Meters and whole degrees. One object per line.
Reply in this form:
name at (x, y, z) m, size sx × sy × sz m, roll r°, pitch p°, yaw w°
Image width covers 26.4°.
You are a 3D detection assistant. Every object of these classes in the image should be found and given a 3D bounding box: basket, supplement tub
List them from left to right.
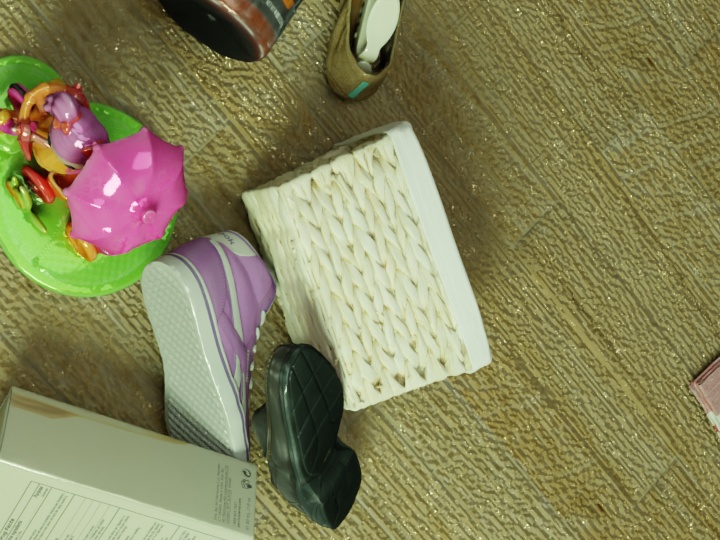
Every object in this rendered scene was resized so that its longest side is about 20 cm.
supplement tub at (-0.070, -0.272, 1.205) m, size 0.106 × 0.107 × 0.201 m, roll 34°, pitch 76°, yaw -18°
basket at (0.000, 0.000, 1.211) m, size 0.122 × 0.135 × 0.202 m, roll -21°, pitch 96°, yaw -18°

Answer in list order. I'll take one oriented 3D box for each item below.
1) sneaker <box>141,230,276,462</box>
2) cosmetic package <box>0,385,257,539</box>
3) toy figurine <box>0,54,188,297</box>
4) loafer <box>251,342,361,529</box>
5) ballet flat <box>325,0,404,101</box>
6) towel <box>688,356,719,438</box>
sneaker at (-0.098, 0.068, 1.201) m, size 0.114 × 0.072 × 0.203 m, roll -31°, pitch 121°, yaw -49°
cosmetic package at (-0.185, 0.169, 1.134) m, size 0.198 × 0.105 × 0.072 m, roll 22°, pitch 40°, yaw -21°
toy figurine at (-0.195, -0.080, 1.104) m, size 0.150 × 0.184 × 0.201 m, roll -38°, pitch 101°, yaw -19°
loafer at (-0.053, 0.123, 1.160) m, size 0.073 × 0.072 × 0.201 m, roll -54°, pitch 151°, yaw -34°
ballet flat at (0.016, -0.239, 1.258) m, size 0.067 × 0.072 × 0.203 m, roll 16°, pitch 82°, yaw -21°
towel at (0.400, 0.146, 1.431) m, size 0.144 × 0.023 × 0.201 m, roll -36°, pitch 103°, yaw -22°
